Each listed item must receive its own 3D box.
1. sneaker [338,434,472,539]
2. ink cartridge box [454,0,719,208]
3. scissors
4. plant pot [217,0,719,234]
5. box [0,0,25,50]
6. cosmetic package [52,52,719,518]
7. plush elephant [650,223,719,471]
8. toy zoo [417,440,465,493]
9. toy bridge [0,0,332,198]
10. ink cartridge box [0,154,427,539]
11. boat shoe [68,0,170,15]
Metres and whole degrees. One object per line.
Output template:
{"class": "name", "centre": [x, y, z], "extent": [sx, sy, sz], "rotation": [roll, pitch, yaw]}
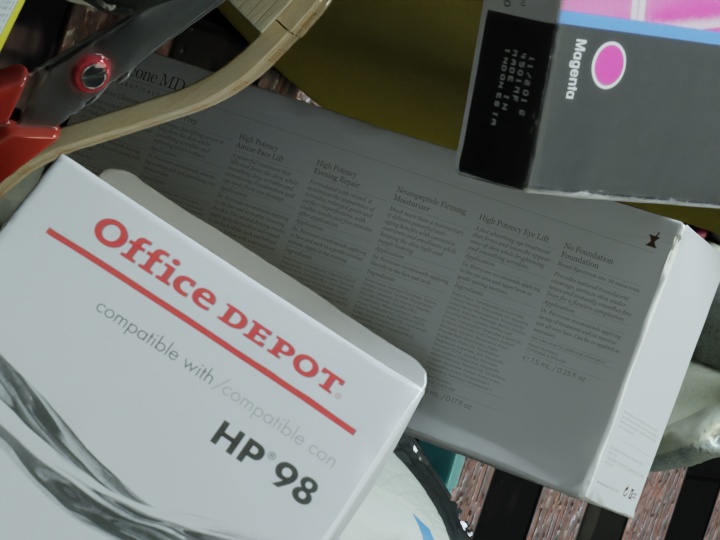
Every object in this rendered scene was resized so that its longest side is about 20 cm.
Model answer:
{"class": "sneaker", "centre": [-0.015, 0.087, 1.051], "extent": [0.072, 0.072, 0.200], "rotation": [-38, 142, 14]}
{"class": "ink cartridge box", "centre": [0.114, -0.065, 0.845], "extent": [0.199, 0.037, 0.095], "rotation": [2, 100, -43]}
{"class": "scissors", "centre": [-0.080, -0.042, 0.785], "extent": [0.199, 0.014, 0.073], "rotation": [-23, 125, -11]}
{"class": "plant pot", "centre": [0.045, -0.144, 0.903], "extent": [0.176, 0.199, 0.201], "rotation": [23, 87, -52]}
{"class": "box", "centre": [-0.150, -0.010, 0.652], "extent": [0.117, 0.048, 0.201], "rotation": [-2, 124, -59]}
{"class": "cosmetic package", "centre": [0.000, 0.000, 0.879], "extent": [0.051, 0.199, 0.083], "rotation": [25, 86, -64]}
{"class": "plush elephant", "centre": [0.114, -0.013, 1.109], "extent": [0.165, 0.154, 0.201], "rotation": [-52, 141, -45]}
{"class": "toy zoo", "centre": [0.001, 0.083, 1.147], "extent": [0.131, 0.020, 0.201], "rotation": [7, 100, -64]}
{"class": "toy bridge", "centre": [-0.039, -0.089, 0.803], "extent": [0.200, 0.067, 0.027], "rotation": [-46, 175, 6]}
{"class": "ink cartridge box", "centre": [-0.066, 0.055, 0.756], "extent": [0.200, 0.115, 0.067], "rotation": [-56, 176, -31]}
{"class": "boat shoe", "centre": [0.004, -0.132, 0.744], "extent": [0.201, 0.063, 0.074], "rotation": [-38, 109, -19]}
